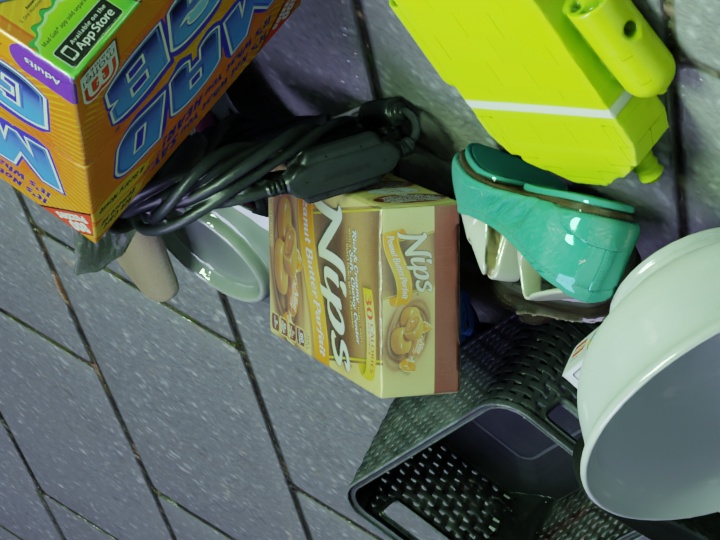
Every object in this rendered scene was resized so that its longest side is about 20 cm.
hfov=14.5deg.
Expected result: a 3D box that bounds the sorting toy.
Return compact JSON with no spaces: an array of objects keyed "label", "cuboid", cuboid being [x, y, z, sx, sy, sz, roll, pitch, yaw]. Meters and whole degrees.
[{"label":"sorting toy","cuboid":[-0.203,-0.090,2.015,0.200,0.036,0.185,44,162,33]}]

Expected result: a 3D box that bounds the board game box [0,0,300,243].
[{"label":"board game box","cuboid":[-0.170,-0.180,1.579,0.200,0.200,0.200,34,159,13]}]

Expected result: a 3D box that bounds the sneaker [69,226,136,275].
[{"label":"sneaker","cuboid":[-0.178,-0.101,1.849,0.060,0.104,0.200,-87,-25,-63]}]

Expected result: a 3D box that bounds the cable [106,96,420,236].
[{"label":"cable","cuboid":[-0.073,-0.068,1.705,0.163,0.200,0.051,18,124,61]}]

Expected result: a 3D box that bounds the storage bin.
[{"label":"storage bin","cuboid":[0.101,0.119,1.807,0.135,0.094,0.200,38,142,-12]}]

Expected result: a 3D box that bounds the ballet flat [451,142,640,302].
[{"label":"ballet flat","cuboid":[0.093,-0.022,1.586,0.067,0.070,0.200,13,-173,-21]}]

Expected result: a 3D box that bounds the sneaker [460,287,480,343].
[{"label":"sneaker","cuboid":[0.047,0.022,1.820,0.078,0.066,0.200,2,179,-10]}]

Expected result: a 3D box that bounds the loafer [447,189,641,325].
[{"label":"loafer","cuboid":[0.111,-0.005,1.684,0.071,0.073,0.200,45,169,-28]}]

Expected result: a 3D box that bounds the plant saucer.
[{"label":"plant saucer","cuboid":[-0.095,-0.030,1.999,0.200,0.050,0.200,32,159,14]}]

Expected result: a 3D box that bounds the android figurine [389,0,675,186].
[{"label":"android figurine","cuboid":[0.091,-0.117,1.504,0.182,0.041,0.200,7,143,55]}]

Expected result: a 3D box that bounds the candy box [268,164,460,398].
[{"label":"candy box","cuboid":[0.000,0.000,1.733,0.200,0.055,0.116,-153,60,-67]}]

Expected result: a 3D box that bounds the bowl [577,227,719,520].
[{"label":"bowl","cuboid":[0.194,0.040,1.513,0.201,0.201,0.090,72,175,-57]}]

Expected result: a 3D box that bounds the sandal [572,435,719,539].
[{"label":"sandal","cuboid":[0.200,0.158,1.682,0.200,0.075,0.048,33,128,-18]}]

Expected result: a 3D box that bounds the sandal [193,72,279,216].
[{"label":"sandal","cuboid":[-0.082,-0.084,1.838,0.075,0.048,0.200,8,143,54]}]

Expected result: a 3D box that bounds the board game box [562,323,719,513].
[{"label":"board game box","cuboid":[0.231,0.084,1.632,0.200,0.035,0.126,41,131,-7]}]

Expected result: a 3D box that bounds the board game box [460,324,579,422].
[{"label":"board game box","cuboid":[0.115,0.093,1.925,0.135,0.035,0.200,48,158,-24]}]
